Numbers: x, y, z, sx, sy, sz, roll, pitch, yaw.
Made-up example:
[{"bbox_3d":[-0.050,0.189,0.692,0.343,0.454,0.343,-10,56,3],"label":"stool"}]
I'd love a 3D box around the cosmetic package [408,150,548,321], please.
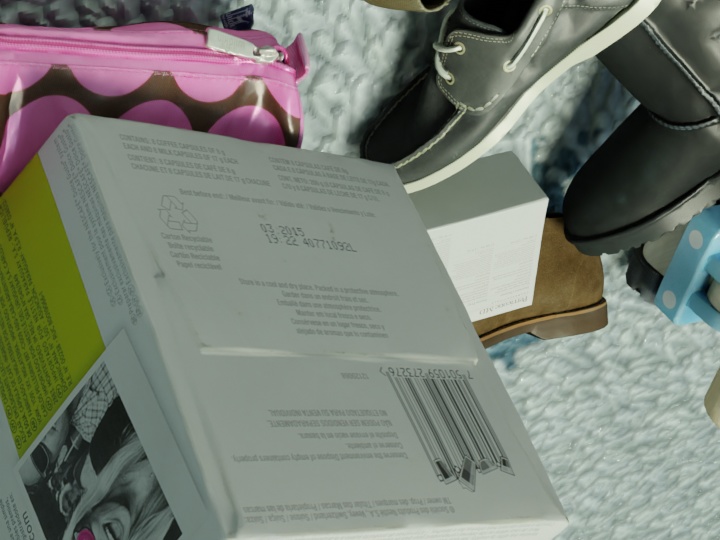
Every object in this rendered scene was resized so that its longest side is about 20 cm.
[{"bbox_3d":[0.000,0.000,0.975,0.199,0.051,0.083,-15,134,-20],"label":"cosmetic package"}]

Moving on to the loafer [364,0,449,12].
[{"bbox_3d":[0.072,-0.196,0.855,0.200,0.067,0.076,-48,144,7],"label":"loafer"}]

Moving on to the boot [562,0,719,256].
[{"bbox_3d":[0.157,-0.106,0.994,0.198,0.074,0.162,-27,122,34],"label":"boot"}]

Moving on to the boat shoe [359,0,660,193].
[{"bbox_3d":[0.065,-0.116,0.918,0.067,0.072,0.200,29,124,-35],"label":"boat shoe"}]

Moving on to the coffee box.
[{"bbox_3d":[-0.071,0.079,0.787,0.199,0.200,0.198,6,139,-45],"label":"coffee box"}]

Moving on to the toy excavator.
[{"bbox_3d":[0.250,0.017,1.124,0.194,0.200,0.100,-11,133,-37],"label":"toy excavator"}]

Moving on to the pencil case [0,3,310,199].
[{"bbox_3d":[-0.119,-0.073,0.784,0.199,0.091,0.094,-6,162,-41],"label":"pencil case"}]

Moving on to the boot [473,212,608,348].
[{"bbox_3d":[0.062,0.009,1.072,0.199,0.074,0.076,-12,106,-32],"label":"boot"}]
